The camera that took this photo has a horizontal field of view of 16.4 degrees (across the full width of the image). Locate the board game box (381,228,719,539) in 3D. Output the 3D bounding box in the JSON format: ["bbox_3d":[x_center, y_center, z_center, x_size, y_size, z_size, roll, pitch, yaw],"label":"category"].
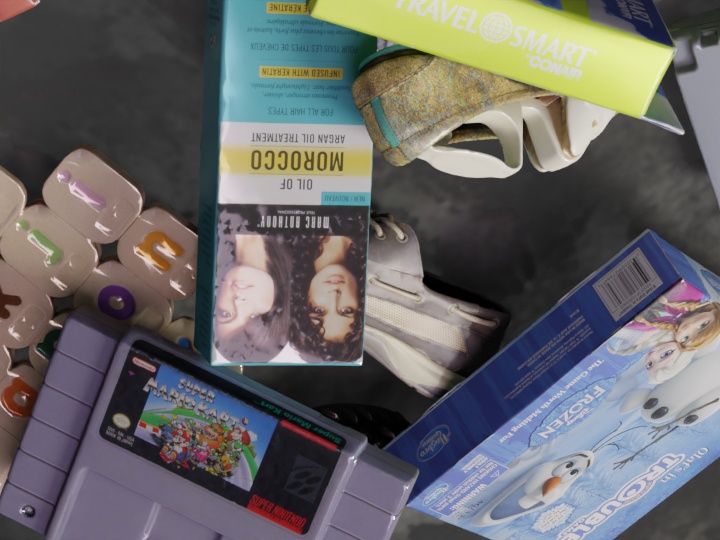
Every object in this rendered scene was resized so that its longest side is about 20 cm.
[{"bbox_3d":[0.141,0.080,1.419,0.200,0.043,0.199,-41,147,16],"label":"board game box"}]

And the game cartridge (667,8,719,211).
[{"bbox_3d":[0.276,-0.093,1.337,0.200,0.042,0.133,-10,129,19],"label":"game cartridge"}]

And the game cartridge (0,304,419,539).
[{"bbox_3d":[-0.082,0.113,1.305,0.200,0.038,0.130,25,117,7],"label":"game cartridge"}]

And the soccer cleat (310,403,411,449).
[{"bbox_3d":[-0.067,0.104,1.422,0.200,0.068,0.073,10,139,-16],"label":"soccer cleat"}]

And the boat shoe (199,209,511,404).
[{"bbox_3d":[0.000,0.000,1.365,0.200,0.074,0.073,32,95,-32],"label":"boat shoe"}]

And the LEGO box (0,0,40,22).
[{"bbox_3d":[-0.260,-0.185,1.160,0.149,0.077,0.200,-24,127,5],"label":"LEGO box"}]

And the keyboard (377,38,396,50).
[{"bbox_3d":[0.044,-0.155,1.293,0.056,0.011,0.200,13,121,-21],"label":"keyboard"}]

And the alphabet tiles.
[{"bbox_3d":[-0.169,0.031,1.341,0.196,0.015,0.200,38,111,-11],"label":"alphabet tiles"}]

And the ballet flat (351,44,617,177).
[{"bbox_3d":[0.080,-0.080,1.278,0.200,0.071,0.071,-5,131,-42],"label":"ballet flat"}]

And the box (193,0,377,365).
[{"bbox_3d":[-0.038,-0.053,1.273,0.082,0.049,0.200,0,99,-13],"label":"box"}]

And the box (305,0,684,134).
[{"bbox_3d":[0.067,-0.139,1.229,0.200,0.122,0.048,16,118,-17],"label":"box"}]
